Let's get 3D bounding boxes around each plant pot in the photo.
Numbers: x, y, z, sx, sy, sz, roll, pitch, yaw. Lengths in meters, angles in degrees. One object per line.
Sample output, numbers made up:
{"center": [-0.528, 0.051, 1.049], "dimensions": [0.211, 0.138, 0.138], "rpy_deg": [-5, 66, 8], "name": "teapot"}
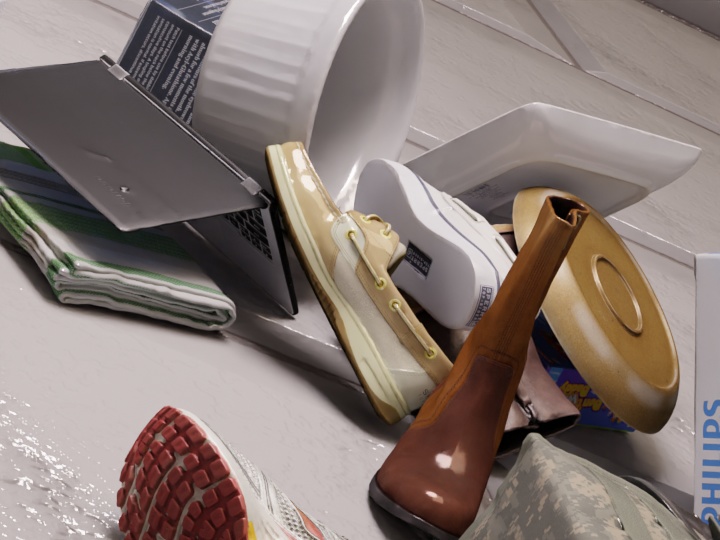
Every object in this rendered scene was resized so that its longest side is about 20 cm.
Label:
{"center": [0.177, 0.022, 1.845], "dimensions": [0.200, 0.027, 0.201], "rpy_deg": [46, 27, -31], "name": "plant pot"}

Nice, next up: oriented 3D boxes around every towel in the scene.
{"center": [-0.184, -0.026, 1.687], "dimensions": [0.149, 0.031, 0.200], "rpy_deg": [17, 18, -43], "name": "towel"}

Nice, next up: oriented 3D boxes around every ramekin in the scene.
{"center": [-0.038, -0.123, 1.806], "dimensions": [0.097, 0.202, 0.200], "rpy_deg": [18, 12, 19], "name": "ramekin"}

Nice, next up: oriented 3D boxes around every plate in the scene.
{"center": [0.125, -0.062, 1.927], "dimensions": [0.199, 0.199, 0.033], "rpy_deg": [12, 63, -43], "name": "plate"}

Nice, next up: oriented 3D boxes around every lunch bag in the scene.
{"center": [0.167, 0.202, 1.426], "dimensions": [0.199, 0.118, 0.164], "rpy_deg": [29, 15, -20], "name": "lunch bag"}

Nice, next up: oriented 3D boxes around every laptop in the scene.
{"center": [-0.154, -0.049, 1.727], "dimensions": [0.187, 0.116, 0.200], "rpy_deg": [41, -22, 31], "name": "laptop"}

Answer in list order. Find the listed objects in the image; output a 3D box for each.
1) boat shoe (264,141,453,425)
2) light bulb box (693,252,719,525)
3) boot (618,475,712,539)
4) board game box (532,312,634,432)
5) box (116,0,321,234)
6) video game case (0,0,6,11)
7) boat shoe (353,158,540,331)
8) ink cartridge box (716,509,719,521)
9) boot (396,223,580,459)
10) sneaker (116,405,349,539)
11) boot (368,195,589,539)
{"center": [0.000, 0.000, 1.681], "dimensions": [0.201, 0.066, 0.074], "rpy_deg": [64, -4, 5], "name": "boat shoe"}
{"center": [0.336, 0.085, 1.760], "dimensions": [0.199, 0.200, 0.125], "rpy_deg": [0, -1, 21], "name": "light bulb box"}
{"center": [0.259, 0.203, 1.632], "dimensions": [0.174, 0.070, 0.200], "rpy_deg": [7, 27, -46], "name": "boot"}
{"center": [0.114, 0.042, 1.927], "dimensions": [0.134, 0.045, 0.200], "rpy_deg": [12, 24, -45], "name": "board game box"}
{"center": [-0.082, -0.124, 1.991], "dimensions": [0.199, 0.107, 0.148], "rpy_deg": [31, 16, 6], "name": "box"}
{"center": [-0.390, -0.252, 2.020], "dimensions": [0.199, 0.018, 0.143], "rpy_deg": [31, 16, 8], "name": "video game case"}
{"center": [0.058, -0.017, 1.739], "dimensions": [0.065, 0.072, 0.200], "rpy_deg": [8, 17, -30], "name": "boat shoe"}
{"center": [0.321, 0.090, 1.618], "dimensions": [0.083, 0.201, 0.146], "rpy_deg": [32, 9, 18], "name": "ink cartridge box"}
{"center": [0.098, 0.053, 1.779], "dimensions": [0.199, 0.073, 0.166], "rpy_deg": [-18, 52, -37], "name": "boot"}
{"center": [-0.052, 0.150, 1.310], "dimensions": [0.200, 0.078, 0.082], "rpy_deg": [49, 20, 27], "name": "sneaker"}
{"center": [0.086, 0.059, 1.560], "dimensions": [0.068, 0.201, 0.188], "rpy_deg": [31, 17, 7], "name": "boot"}
